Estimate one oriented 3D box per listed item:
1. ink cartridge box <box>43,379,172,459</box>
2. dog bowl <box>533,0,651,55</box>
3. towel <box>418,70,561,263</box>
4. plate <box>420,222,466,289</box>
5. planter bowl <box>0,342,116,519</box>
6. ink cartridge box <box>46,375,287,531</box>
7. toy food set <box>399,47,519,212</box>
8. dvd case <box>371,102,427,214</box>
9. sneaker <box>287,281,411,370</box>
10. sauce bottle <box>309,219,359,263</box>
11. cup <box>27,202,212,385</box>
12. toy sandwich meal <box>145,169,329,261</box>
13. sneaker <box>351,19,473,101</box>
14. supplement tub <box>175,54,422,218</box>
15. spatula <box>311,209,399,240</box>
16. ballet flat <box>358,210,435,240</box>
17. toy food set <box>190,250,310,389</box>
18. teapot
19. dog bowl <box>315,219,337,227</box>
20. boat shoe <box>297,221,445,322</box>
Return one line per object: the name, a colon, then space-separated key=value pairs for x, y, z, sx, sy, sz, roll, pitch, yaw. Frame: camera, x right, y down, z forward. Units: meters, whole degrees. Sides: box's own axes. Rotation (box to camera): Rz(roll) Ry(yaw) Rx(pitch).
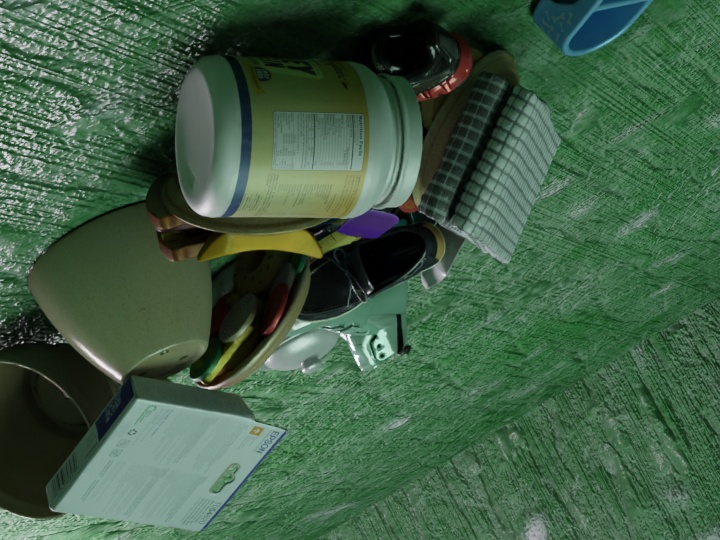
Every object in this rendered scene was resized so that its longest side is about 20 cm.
ink cartridge box: x=-0.325 y=0.204 z=2.026 sx=0.198 sy=0.145 sz=0.085 roll=-18 pitch=117 yaw=-28
dog bowl: x=0.258 y=-0.292 z=1.629 sx=0.111 sy=0.050 sz=0.200 roll=-16 pitch=159 yaw=-32
towel: x=0.137 y=-0.109 z=1.679 sx=0.167 sy=0.085 sz=0.200 roll=-66 pitch=164 yaw=0
plate: x=0.123 y=-0.078 z=1.899 sx=0.201 sy=0.032 sz=0.200 roll=-63 pitch=-179 yaw=-6
planter bowl: x=-0.363 y=0.165 z=1.846 sx=0.200 sy=0.201 sz=0.135 roll=-37 pitch=-172 yaw=30
ink cartridge box: x=-0.212 y=0.204 z=1.749 sx=0.199 sy=0.041 sz=0.200 roll=17 pitch=127 yaw=-36
toy food set: x=0.106 y=-0.152 z=1.734 sx=0.200 sy=0.048 sz=0.200 roll=-20 pitch=137 yaw=-60
dvd case: x=0.036 y=-0.132 z=1.711 sx=0.151 sy=0.025 sz=0.200 roll=-57 pitch=161 yaw=-3
sneaker: x=-0.016 y=0.075 z=1.906 sx=0.199 sy=0.120 sz=0.073 roll=-19 pitch=-160 yaw=-35
sauce bottle: x=0.009 y=-0.082 z=1.861 sx=0.199 sy=0.066 sz=0.066 roll=-34 pitch=162 yaw=18
cup: x=-0.236 y=0.038 z=1.703 sx=0.199 sy=0.144 sz=0.201 roll=-25 pitch=163 yaw=-8
toy sandwich meal: x=-0.111 y=-0.059 z=1.565 sx=0.204 sy=0.205 sz=0.071 roll=-16 pitch=123 yaw=-31
sneaker: x=0.010 y=-0.184 z=1.560 sx=0.199 sy=0.071 sz=0.098 roll=-27 pitch=156 yaw=12
supplement tub: x=-0.057 y=-0.119 z=1.447 sx=0.198 sy=0.146 sz=0.145 roll=0 pitch=153 yaw=-23
spatula: x=-0.025 y=-0.043 z=1.774 sx=0.056 sy=0.021 sz=0.199 roll=9 pitch=170 yaw=-29
ballet flat: x=0.043 y=-0.066 z=1.948 sx=0.200 sy=0.065 sz=0.071 roll=-39 pitch=132 yaw=-36
toy food set: x=-0.126 y=0.044 z=1.783 sx=0.200 sy=0.049 sz=0.198 roll=-50 pitch=-157 yaw=5
teapot: x=-0.094 y=0.061 z=1.978 sx=0.198 sy=0.147 sz=0.198 roll=-24 pitch=162 yaw=-6
dog bowl: x=-0.044 y=-0.106 z=1.736 sx=0.111 sy=0.050 sz=0.200 roll=-30 pitch=162 yaw=8
boat shoe: x=0.000 y=0.000 z=1.794 sx=0.198 sy=0.075 sz=0.062 roll=-23 pitch=173 yaw=14
